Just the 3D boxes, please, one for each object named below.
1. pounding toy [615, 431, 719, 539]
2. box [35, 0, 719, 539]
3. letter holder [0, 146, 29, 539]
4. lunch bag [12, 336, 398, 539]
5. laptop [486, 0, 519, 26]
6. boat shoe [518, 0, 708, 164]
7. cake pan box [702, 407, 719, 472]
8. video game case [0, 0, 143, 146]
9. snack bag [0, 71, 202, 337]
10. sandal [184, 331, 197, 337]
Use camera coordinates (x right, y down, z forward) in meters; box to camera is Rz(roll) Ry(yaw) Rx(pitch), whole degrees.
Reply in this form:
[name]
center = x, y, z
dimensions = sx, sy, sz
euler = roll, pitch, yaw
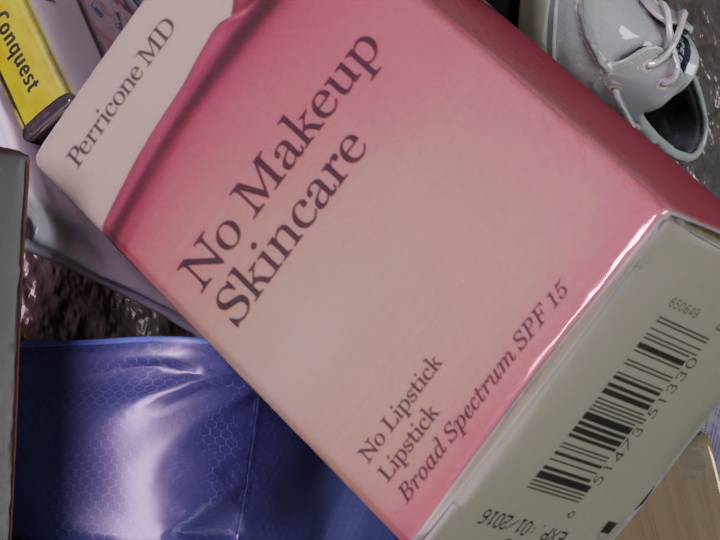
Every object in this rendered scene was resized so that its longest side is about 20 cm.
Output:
[pounding toy]
center = 0.068, 0.172, 1.082
dimensions = 0.184, 0.142, 0.201
euler = 137, -59, -82
[box]
center = 0.017, -0.015, 0.931
dimensions = 0.128, 0.200, 0.109
euler = -53, 147, 10
[letter holder]
center = -0.175, 0.069, 0.917
dimensions = 0.100, 0.142, 0.201
euler = 8, 73, -24
[lunch bag]
center = -0.069, 0.099, 1.012
dimensions = 0.200, 0.135, 0.133
euler = 19, 72, -60
[laptop]
center = 0.021, -0.160, 1.292
dimensions = 0.200, 0.103, 0.177
euler = 53, 14, -2
[boat shoe]
center = 0.125, -0.106, 1.393
dimensions = 0.201, 0.071, 0.070
euler = 54, 50, -63
[cake pan box]
center = 0.159, 0.111, 1.470
dimensions = 0.184, 0.052, 0.201
euler = 53, 43, -41
[video game case]
center = -0.083, -0.105, 1.073
dimensions = 0.200, 0.025, 0.181
euler = 16, 42, -56
[snack bag]
center = -0.087, -0.057, 1.059
dimensions = 0.200, 0.021, 0.189
euler = 30, 31, -54
[sandal]
center = 0.000, 0.000, 1.147
dimensions = 0.082, 0.200, 0.055
euler = 40, 2, -5
